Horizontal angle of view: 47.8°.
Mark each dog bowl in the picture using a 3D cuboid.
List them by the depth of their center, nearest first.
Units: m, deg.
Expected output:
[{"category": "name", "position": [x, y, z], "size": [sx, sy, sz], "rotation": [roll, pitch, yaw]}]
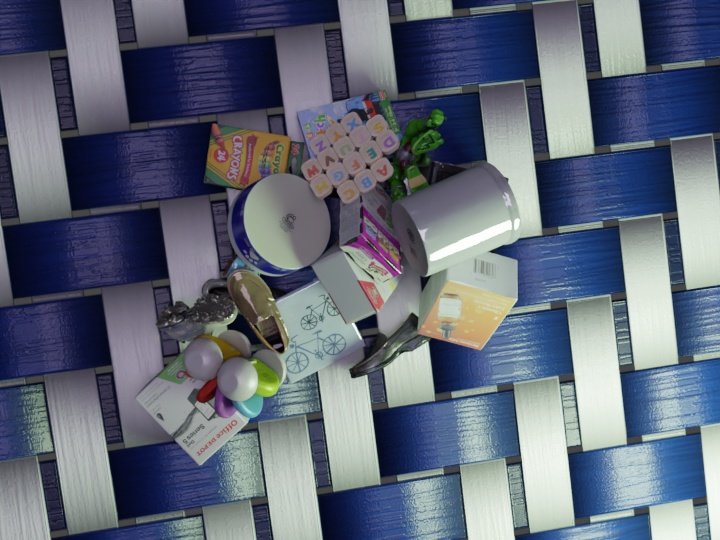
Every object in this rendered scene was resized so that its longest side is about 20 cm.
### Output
[{"category": "dog bowl", "position": [-0.163, -0.092, 1.645], "size": [0.199, 0.079, 0.201], "rotation": [6, 78, -31]}]

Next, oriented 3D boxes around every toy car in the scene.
[{"category": "toy car", "position": [-0.257, 0.214, 1.595], "size": [0.199, 0.175, 0.151], "rotation": [26, 102, 18]}]

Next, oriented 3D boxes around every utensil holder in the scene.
[{"category": "utensil holder", "position": [0.181, -0.098, 1.572], "size": [0.199, 0.170, 0.171], "rotation": [-22, 95, -13]}]

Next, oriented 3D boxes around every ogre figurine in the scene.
[{"category": "ogre figurine", "position": [0.103, -0.232, 1.634], "size": [0.098, 0.120, 0.201], "rotation": [-1, 111, -15]}]

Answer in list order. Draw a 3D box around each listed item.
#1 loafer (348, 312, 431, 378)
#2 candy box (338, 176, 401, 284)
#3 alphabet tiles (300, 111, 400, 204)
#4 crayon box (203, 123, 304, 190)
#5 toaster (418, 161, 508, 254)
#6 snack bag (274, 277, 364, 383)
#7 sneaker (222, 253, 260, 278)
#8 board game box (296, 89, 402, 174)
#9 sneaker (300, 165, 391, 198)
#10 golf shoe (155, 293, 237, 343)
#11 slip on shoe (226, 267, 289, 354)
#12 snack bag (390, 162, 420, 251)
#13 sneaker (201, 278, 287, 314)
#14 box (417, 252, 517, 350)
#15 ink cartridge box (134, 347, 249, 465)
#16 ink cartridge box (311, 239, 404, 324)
[{"category": "loafer", "position": [0.055, 0.166, 1.765], "size": [0.199, 0.073, 0.073], "rotation": [-30, 88, -14]}, {"category": "candy box", "position": [0.019, -0.091, 1.631], "size": [0.061, 0.201, 0.136], "rotation": [-26, 131, 26]}, {"category": "alphabet tiles", "position": [-0.022, -0.230, 1.629], "size": [0.200, 0.015, 0.196], "rotation": [-33, 56, 6]}, {"category": "crayon box", "position": [-0.224, -0.231, 1.722], "size": [0.199, 0.051, 0.128], "rotation": [8, 91, -7]}, {"category": "toaster", "position": [0.205, -0.121, 1.727], "size": [0.180, 0.119, 0.201], "rotation": [10, 91, -14]}, {"category": "snack bag", "position": [-0.111, 0.123, 1.731], "size": [0.188, 0.021, 0.201], "rotation": [-27, 113, -3]}, {"category": "sneaker", "position": [-0.198, -0.037, 1.706], "size": [0.095, 0.079, 0.200], "rotation": [42, 68, -10]}, {"category": "board game box", "position": [-0.020, -0.291, 1.721], "size": [0.199, 0.037, 0.152], "rotation": [-16, 67, -5]}, {"category": "sneaker", "position": [-0.027, -0.203, 1.740], "size": [0.199, 0.073, 0.082], "rotation": [5, 69, 2]}, {"category": "golf shoe", "position": [-0.322, 0.107, 1.681], "size": [0.097, 0.199, 0.079], "rotation": [56, 40, -36]}, {"category": "slip on shoe", "position": [-0.204, 0.086, 1.643], "size": [0.076, 0.061, 0.201], "rotation": [-25, 111, -2]}, {"category": "snack bag", "position": [0.108, -0.131, 1.779], "size": [0.199, 0.021, 0.190], "rotation": [12, 90, -7]}, {"category": "sneaker", "position": [-0.238, 0.064, 1.715], "size": [0.199, 0.089, 0.075], "rotation": [9, 90, -8]}, {"category": "box", "position": [0.222, 0.057, 1.702], "size": [0.152, 0.200, 0.107], "rotation": [14, 50, -7]}, {"category": "ink cartridge box", "position": [-0.346, 0.281, 1.702], "size": [0.145, 0.084, 0.200], "rotation": [-42, 96, 7]}, {"category": "ink cartridge box", "position": [0.000, 0.000, 1.676], "size": [0.083, 0.200, 0.146], "rotation": [-26, 100, 27]}]
